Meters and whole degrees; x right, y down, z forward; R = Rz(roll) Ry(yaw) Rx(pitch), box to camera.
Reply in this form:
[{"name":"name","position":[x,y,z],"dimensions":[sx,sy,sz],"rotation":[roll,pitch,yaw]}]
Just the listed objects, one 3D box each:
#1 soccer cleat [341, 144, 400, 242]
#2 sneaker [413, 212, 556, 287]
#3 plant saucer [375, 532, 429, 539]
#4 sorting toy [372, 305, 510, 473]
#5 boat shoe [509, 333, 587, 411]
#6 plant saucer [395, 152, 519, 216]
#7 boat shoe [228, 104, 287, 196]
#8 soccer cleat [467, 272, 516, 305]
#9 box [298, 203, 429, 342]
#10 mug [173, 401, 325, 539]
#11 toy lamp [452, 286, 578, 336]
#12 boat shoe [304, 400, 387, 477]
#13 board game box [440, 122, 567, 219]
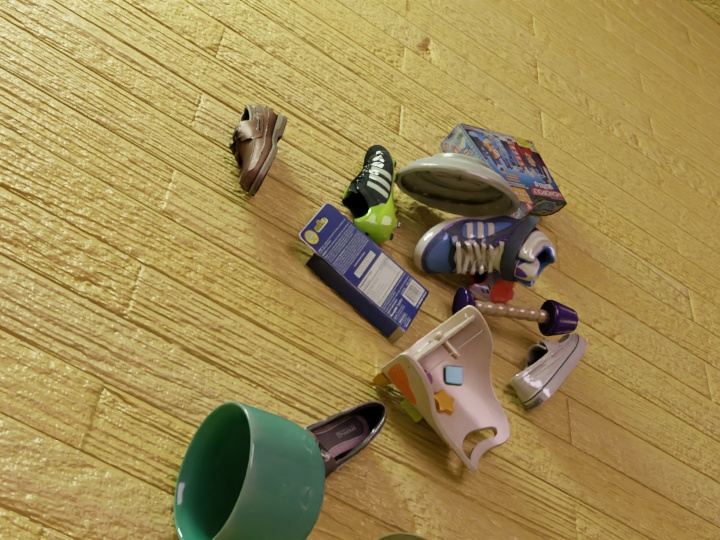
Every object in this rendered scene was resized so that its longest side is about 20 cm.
[{"name":"soccer cleat","position":[0.013,-0.125,1.812],"dimensions":[0.080,0.068,0.202],"rotation":[13,43,-17]},{"name":"sneaker","position":[0.196,-0.022,1.788],"dimensions":[0.198,0.082,0.146],"rotation":[-16,33,-28]},{"name":"plant saucer","position":[0.068,0.391,1.340],"dimensions":[0.198,0.031,0.201],"rotation":[26,38,-23]},{"name":"sorting toy","position":[0.123,0.171,1.581],"dimensions":[0.181,0.107,0.199],"rotation":[55,35,5]},{"name":"boat shoe","position":[0.281,0.134,1.794],"dimensions":[0.065,0.074,0.200],"rotation":[48,33,1]},{"name":"plant saucer","position":[0.153,-0.139,1.853],"dimensions":[0.198,0.199,0.051],"rotation":[22,75,-28]},{"name":"boat shoe","position":[-0.156,-0.172,1.691],"dimensions":[0.067,0.072,0.201],"rotation":[29,27,-13]},{"name":"soccer cleat","position":[0.206,-0.019,1.893],"dimensions":[0.076,0.067,0.201],"rotation":[25,40,-16]},{"name":"box","position":[0.000,0.000,1.688],"dimensions":[0.200,0.032,0.121],"rotation":[43,34,-3]},{"name":"mug","position":[-0.114,0.238,1.236],"dimensions":[0.114,0.186,0.152],"rotation":[22,15,-31]},{"name":"toy lamp","position":[0.236,0.064,1.805],"dimensions":[0.198,0.058,0.059],"rotation":[10,44,-20]},{"name":"boat shoe","position":[-0.037,0.201,1.412],"dimensions":[0.067,0.057,0.199],"rotation":[50,35,11]},{"name":"board game box","position":[0.260,-0.149,2.086],"dimensions":[0.198,0.062,0.201],"rotation":[8,49,-41]}]
